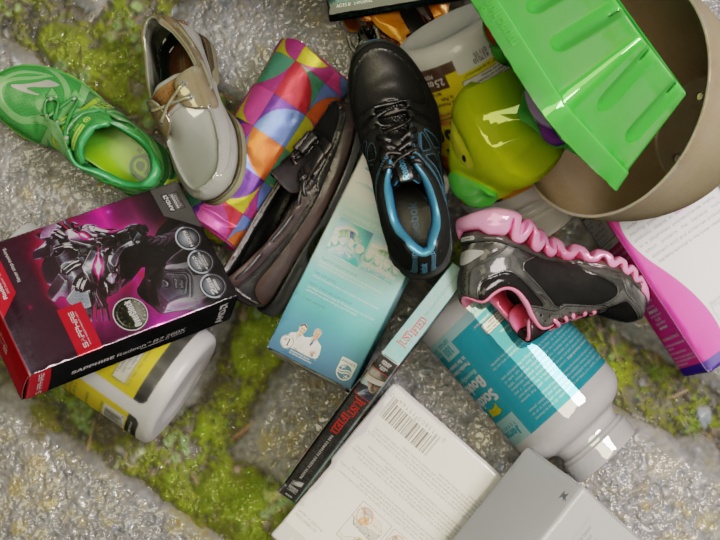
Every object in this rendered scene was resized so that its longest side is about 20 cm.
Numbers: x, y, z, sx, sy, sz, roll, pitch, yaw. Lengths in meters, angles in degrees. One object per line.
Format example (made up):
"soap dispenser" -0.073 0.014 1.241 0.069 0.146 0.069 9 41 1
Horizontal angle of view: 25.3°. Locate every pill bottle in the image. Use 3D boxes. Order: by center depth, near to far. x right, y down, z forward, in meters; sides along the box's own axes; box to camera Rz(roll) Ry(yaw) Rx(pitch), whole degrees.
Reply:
"pill bottle" 0.116 -0.125 1.407 0.108 0.109 0.202 -28 109 -2
"pill bottle" 0.151 0.088 1.414 0.111 0.111 0.200 -41 84 -3
"pill bottle" -0.238 0.052 1.424 0.199 0.114 0.115 34 86 4

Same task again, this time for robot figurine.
"robot figurine" 0.042 -0.249 1.476 0.144 0.058 0.202 -28 84 -1

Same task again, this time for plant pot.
"plant pot" 0.243 -0.129 1.311 0.133 0.199 0.203 13 83 -40

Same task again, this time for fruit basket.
"fruit basket" 0.127 -0.142 1.250 0.213 0.155 0.218 -16 60 28

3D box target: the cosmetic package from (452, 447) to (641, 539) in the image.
"cosmetic package" 0.164 0.298 1.355 0.200 0.123 0.200 42 86 -22

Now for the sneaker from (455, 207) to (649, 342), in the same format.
"sneaker" 0.158 0.021 1.352 0.198 0.079 0.097 20 67 -26

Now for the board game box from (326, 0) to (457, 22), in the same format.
"board game box" 0.058 -0.307 1.439 0.197 0.028 0.137 -9 84 0

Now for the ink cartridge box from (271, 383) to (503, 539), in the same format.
"ink cartridge box" 0.049 0.233 1.435 0.200 0.045 0.177 41 86 5

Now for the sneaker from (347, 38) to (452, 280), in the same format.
"sneaker" 0.038 -0.096 1.305 0.072 0.082 0.203 -15 83 0

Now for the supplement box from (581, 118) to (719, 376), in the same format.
"supplement box" 0.283 -0.018 1.427 0.101 0.103 0.201 -32 85 -3

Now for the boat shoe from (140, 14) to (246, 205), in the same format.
"boat shoe" -0.157 -0.144 1.420 0.074 0.068 0.201 -35 50 18

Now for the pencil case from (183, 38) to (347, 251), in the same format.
"pencil case" -0.087 -0.115 1.455 0.088 0.088 0.201 34 86 4

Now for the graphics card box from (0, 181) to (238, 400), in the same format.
"graphics card box" -0.217 0.014 1.354 0.198 0.051 0.126 -20 68 -26

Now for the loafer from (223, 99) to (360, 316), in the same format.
"loafer" -0.060 -0.060 1.401 0.062 0.072 0.202 22 96 -23

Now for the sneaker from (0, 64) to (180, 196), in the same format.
"sneaker" -0.251 -0.131 1.457 0.198 0.084 0.075 29 86 4

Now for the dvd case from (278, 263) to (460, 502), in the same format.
"dvd case" 0.010 0.096 1.351 0.022 0.146 0.201 37 130 4

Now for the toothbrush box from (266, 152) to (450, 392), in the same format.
"toothbrush box" 0.000 0.000 1.409 0.084 0.146 0.202 25 84 3
